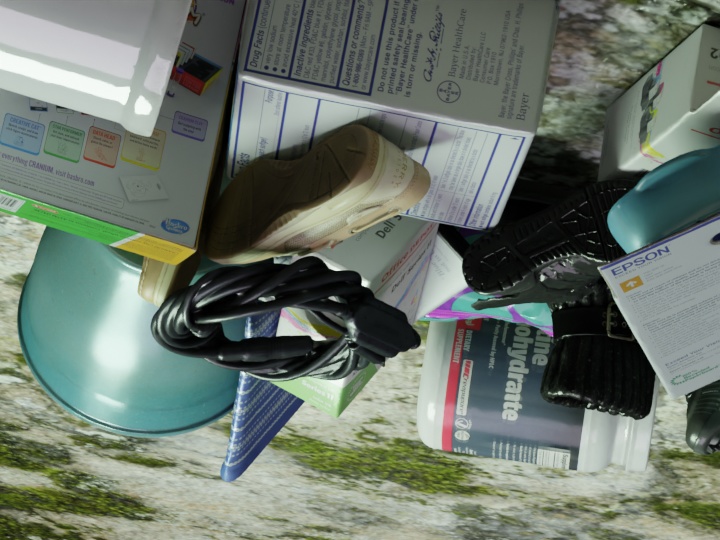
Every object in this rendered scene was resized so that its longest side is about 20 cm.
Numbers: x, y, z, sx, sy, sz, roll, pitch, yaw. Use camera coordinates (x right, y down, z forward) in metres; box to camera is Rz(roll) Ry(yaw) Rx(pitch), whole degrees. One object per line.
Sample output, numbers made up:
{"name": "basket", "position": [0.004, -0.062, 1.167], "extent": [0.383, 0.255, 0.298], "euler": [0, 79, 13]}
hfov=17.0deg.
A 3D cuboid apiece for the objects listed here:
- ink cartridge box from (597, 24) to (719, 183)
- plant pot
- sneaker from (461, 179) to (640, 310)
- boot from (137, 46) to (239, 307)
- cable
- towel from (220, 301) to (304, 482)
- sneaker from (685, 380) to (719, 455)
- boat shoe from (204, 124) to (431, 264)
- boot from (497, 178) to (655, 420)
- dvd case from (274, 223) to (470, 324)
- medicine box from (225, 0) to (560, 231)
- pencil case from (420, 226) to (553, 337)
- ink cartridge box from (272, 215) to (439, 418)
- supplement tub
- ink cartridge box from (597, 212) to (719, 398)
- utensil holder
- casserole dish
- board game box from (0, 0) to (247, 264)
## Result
{"name": "ink cartridge box", "position": [0.251, -0.099, 1.609], "extent": [0.115, 0.068, 0.200], "euler": [15, 160, -14]}
{"name": "plant pot", "position": [-0.151, -0.006, 1.815], "extent": [0.200, 0.200, 0.188], "euler": [13, 147, -6]}
{"name": "sneaker", "position": [0.150, -0.014, 1.703], "extent": [0.200, 0.060, 0.104], "euler": [-18, 167, 26]}
{"name": "boot", "position": [-0.175, -0.082, 1.688], "extent": [0.155, 0.200, 0.073], "euler": [10, 178, 4]}
{"name": "cable", "position": [-0.063, 0.033, 1.671], "extent": [0.163, 0.051, 0.200], "euler": [-9, 161, 34]}
{"name": "towel", "position": [-0.061, 0.059, 1.866], "extent": [0.024, 0.145, 0.200], "euler": [27, 137, 15]}
{"name": "sneaker", "position": [0.268, 0.062, 1.881], "extent": [0.090, 0.200, 0.067], "euler": [21, 137, 6]}
{"name": "boat shoe", "position": [-0.033, -0.038, 1.612], "extent": [0.064, 0.071, 0.200], "euler": [24, 155, -31]}
{"name": "boot", "position": [0.152, 0.020, 1.825], "extent": [0.211, 0.158, 0.079], "euler": [19, 176, -24]}
{"name": "dvd case", "position": [-0.004, -0.013, 1.884], "extent": [0.143, 0.018, 0.200], "euler": [47, 141, -5]}
{"name": "medicine box", "position": [0.016, -0.120, 1.621], "extent": [0.200, 0.103, 0.182], "euler": [12, 160, -2]}
{"name": "pencil case", "position": [0.093, 0.009, 1.944], "extent": [0.200, 0.093, 0.085], "euler": [4, 160, 15]}
{"name": "ink cartridge box", "position": [0.000, 0.000, 1.785], "extent": [0.067, 0.117, 0.200], "euler": [29, 139, 15]}
{"name": "supplement tub", "position": [0.155, 0.097, 2.077], "extent": [0.200, 0.141, 0.140], "euler": [8, 160, 6]}
{"name": "ink cartridge box", "position": [0.261, -0.010, 1.551], "extent": [0.196, 0.043, 0.200], "euler": [-24, 145, 8]}
{"name": "utensil holder", "position": [-0.199, -0.189, 1.456], "extent": [0.200, 0.170, 0.170], "euler": [16, 159, -7]}
{"name": "casserole dish", "position": [0.243, -0.019, 1.604], "extent": [0.121, 0.039, 0.200], "euler": [-28, 149, 15]}
{"name": "board game box", "position": [-0.163, -0.121, 1.568], "extent": [0.153, 0.200, 0.040], "euler": [18, 159, -19]}
